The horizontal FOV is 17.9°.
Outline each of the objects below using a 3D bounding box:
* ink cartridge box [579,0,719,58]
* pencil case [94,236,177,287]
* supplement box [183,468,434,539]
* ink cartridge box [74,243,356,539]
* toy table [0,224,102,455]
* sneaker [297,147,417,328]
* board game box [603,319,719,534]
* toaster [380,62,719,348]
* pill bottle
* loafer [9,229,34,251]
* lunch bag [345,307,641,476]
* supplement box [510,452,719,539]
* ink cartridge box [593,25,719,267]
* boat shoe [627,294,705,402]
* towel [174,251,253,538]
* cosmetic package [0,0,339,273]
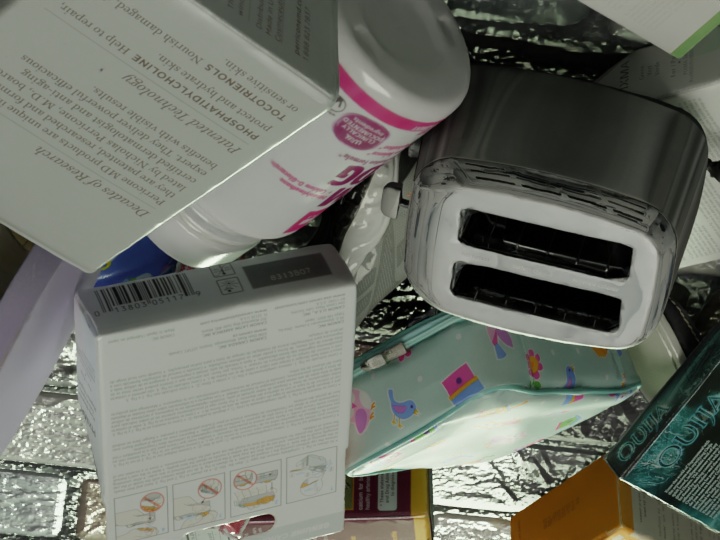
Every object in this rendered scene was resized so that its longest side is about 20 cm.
[{"bbox_3d":[0.142,-0.206,1.218,0.199,0.048,0.145,25,134,-27],"label":"ink cartridge box"},{"bbox_3d":[-0.144,0.004,1.455,0.087,0.078,0.200,-32,139,-9],"label":"pencil case"},{"bbox_3d":[-0.049,0.152,1.606,0.199,0.111,0.086,-2,141,4],"label":"supplement box"},{"bbox_3d":[-0.087,0.087,1.383,0.162,0.057,0.201,-12,133,-18],"label":"ink cartridge box"},{"bbox_3d":[-0.233,0.019,1.309,0.117,0.201,0.184,27,155,6],"label":"toy table"},{"bbox_3d":[0.000,0.000,1.430,0.079,0.074,0.201,10,125,-26],"label":"sneaker"},{"bbox_3d":[0.269,0.080,1.507,0.135,0.028,0.200,30,105,-35],"label":"board game box"},{"bbox_3d":[0.115,-0.033,1.300,0.199,0.129,0.114,14,127,8],"label":"toaster"},{"bbox_3d":[-0.042,-0.089,1.311,0.113,0.114,0.200,29,133,-30],"label":"pill bottle"},{"bbox_3d":[-0.299,-0.024,1.430,0.199,0.076,0.068,-15,138,4],"label":"loafer"},{"bbox_3d":[0.072,0.075,1.485,0.160,0.078,0.199,-28,162,34],"label":"lunch bag"},{"bbox_3d":[0.227,0.222,1.718,0.199,0.074,0.126,25,135,-27],"label":"supplement box"},{"bbox_3d":[0.178,-0.064,1.401,0.199,0.050,0.161,-12,140,29],"label":"ink cartridge box"},{"bbox_3d":[0.232,0.080,1.556,0.060,0.074,0.201,-38,121,-16],"label":"boat shoe"},{"bbox_3d":[-0.092,0.073,1.477,0.030,0.147,0.200,19,161,30],"label":"towel"},{"bbox_3d":[-0.135,-0.140,1.207,0.166,0.168,0.200,32,132,-33],"label":"cosmetic package"}]
